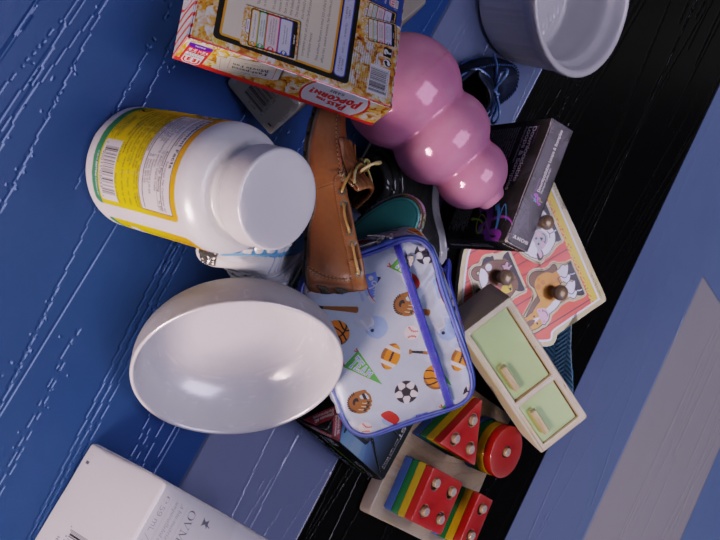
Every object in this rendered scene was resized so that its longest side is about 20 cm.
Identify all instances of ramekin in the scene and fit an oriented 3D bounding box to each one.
[{"bbox_3d":[0.231,-0.336,1.373,0.200,0.098,0.201,-16,113,-43],"label":"ramekin"}]

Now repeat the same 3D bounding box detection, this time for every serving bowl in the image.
[{"bbox_3d":[-0.118,0.072,1.088,0.200,0.200,0.066,47,23,-43],"label":"serving bowl"}]

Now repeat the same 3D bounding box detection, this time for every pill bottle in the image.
[{"bbox_3d":[-0.136,-0.076,0.981,0.113,0.200,0.113,-15,111,-43],"label":"pill bottle"}]

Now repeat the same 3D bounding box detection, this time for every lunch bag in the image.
[{"bbox_3d":[0.029,0.057,1.158,0.160,0.076,0.201,-18,102,2],"label":"lunch bag"}]

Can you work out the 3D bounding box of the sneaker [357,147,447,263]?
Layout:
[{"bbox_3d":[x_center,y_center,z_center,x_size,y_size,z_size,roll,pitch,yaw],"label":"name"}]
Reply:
[{"bbox_3d":[0.039,-0.054,1.278,0.099,0.071,0.201,-18,116,-32],"label":"sneaker"}]

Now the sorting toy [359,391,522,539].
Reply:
[{"bbox_3d":[0.118,0.245,1.437,0.200,0.069,0.199,36,74,-45],"label":"sorting toy"}]

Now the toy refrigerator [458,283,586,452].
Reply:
[{"bbox_3d":[0.192,0.121,1.407,0.076,0.070,0.200,-36,112,-5],"label":"toy refrigerator"}]

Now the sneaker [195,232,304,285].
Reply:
[{"bbox_3d":[-0.101,-0.004,1.107,0.200,0.075,0.087,-8,121,-67],"label":"sneaker"}]

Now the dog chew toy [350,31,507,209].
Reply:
[{"bbox_3d":[0.076,-0.147,1.185,0.200,0.124,0.125,50,60,-6],"label":"dog chew toy"}]

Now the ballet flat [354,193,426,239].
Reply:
[{"bbox_3d":[0.000,0.000,1.223,0.200,0.069,0.071,-50,160,9],"label":"ballet flat"}]

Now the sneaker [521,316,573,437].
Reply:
[{"bbox_3d":[0.249,0.128,1.524,0.081,0.076,0.201,20,77,-80],"label":"sneaker"}]

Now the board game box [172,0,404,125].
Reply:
[{"bbox_3d":[-0.059,-0.236,1.042,0.199,0.046,0.152,16,69,-23],"label":"board game box"}]

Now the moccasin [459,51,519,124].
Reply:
[{"bbox_3d":[0.126,-0.196,1.323,0.200,0.068,0.081,-29,121,-38],"label":"moccasin"}]

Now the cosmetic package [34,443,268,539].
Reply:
[{"bbox_3d":[-0.204,0.304,1.076,0.200,0.123,0.200,44,69,-45],"label":"cosmetic package"}]

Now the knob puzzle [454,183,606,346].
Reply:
[{"bbox_3d":[0.204,0.008,1.437,0.219,0.030,0.220,-1,91,-23],"label":"knob puzzle"}]

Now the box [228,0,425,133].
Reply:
[{"bbox_3d":[-0.031,-0.225,1.127,0.068,0.082,0.200,49,59,-7],"label":"box"}]

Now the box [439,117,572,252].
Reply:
[{"bbox_3d":[0.146,-0.093,1.279,0.036,0.200,0.143,24,83,-23],"label":"box"}]

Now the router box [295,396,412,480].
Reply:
[{"bbox_3d":[0.019,0.116,1.290,0.200,0.062,0.150,-60,143,-15],"label":"router box"}]

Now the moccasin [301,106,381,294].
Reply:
[{"bbox_3d":[-0.016,-0.078,1.097,0.074,0.077,0.202,76,12,-70],"label":"moccasin"}]
